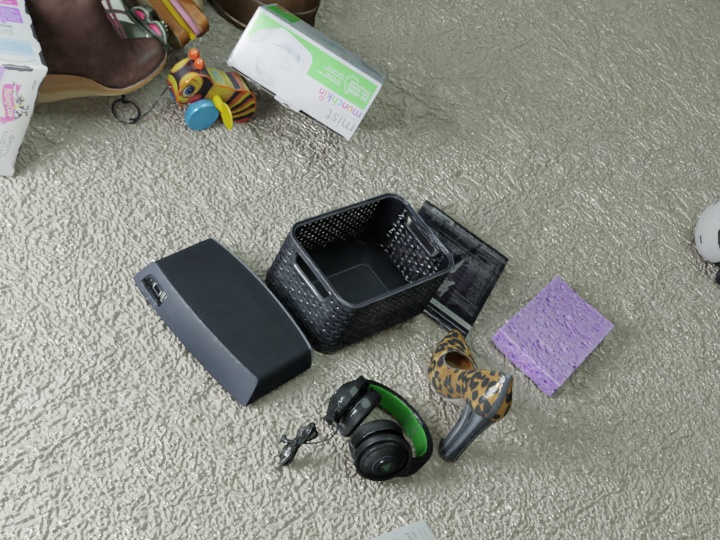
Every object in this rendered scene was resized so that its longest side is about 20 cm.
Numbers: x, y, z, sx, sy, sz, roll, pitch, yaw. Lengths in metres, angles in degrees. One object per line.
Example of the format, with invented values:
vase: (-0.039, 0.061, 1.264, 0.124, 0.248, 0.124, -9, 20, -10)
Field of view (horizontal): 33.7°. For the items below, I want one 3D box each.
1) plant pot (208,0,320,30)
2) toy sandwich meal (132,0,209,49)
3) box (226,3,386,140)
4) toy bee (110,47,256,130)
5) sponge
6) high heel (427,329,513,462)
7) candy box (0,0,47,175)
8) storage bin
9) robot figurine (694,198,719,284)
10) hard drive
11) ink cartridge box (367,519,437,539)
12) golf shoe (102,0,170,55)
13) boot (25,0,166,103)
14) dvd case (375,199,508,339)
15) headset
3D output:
plant pot: (-0.120, -0.490, 1.817, 0.199, 0.199, 0.201, 19, 41, -18)
toy sandwich meal: (-0.293, -0.388, 1.620, 0.205, 0.205, 0.070, 38, 82, 4)
box: (-0.072, -0.280, 1.674, 0.199, 0.097, 0.177, 32, 12, -4)
toy bee: (-0.209, -0.237, 1.563, 0.131, 0.109, 0.200, 45, 39, 9)
sponge: (0.268, 0.086, 1.645, 0.112, 0.030, 0.200, 43, 39, 10)
high heel: (0.142, 0.115, 1.429, 0.071, 0.143, 0.201, 21, 40, -17)
candy box: (-0.429, -0.236, 1.348, 0.071, 0.168, 0.201, -1, 51, -35)
storage bin: (0.000, 0.000, 1.471, 0.199, 0.094, 0.136, -21, 64, -40)
robot figurine: (0.658, -0.044, 1.991, 0.199, 0.125, 0.151, 26, 39, -13)
hard drive: (-0.151, 0.051, 1.359, 0.200, 0.042, 0.135, 47, 39, 14)
ink cartridge box: (0.012, 0.343, 1.145, 0.199, 0.086, 0.148, -9, 56, -43)
golf shoe: (-0.343, -0.338, 1.592, 0.088, 0.078, 0.200, -38, 61, -24)
boot: (-0.317, -0.292, 1.437, 0.199, 0.167, 0.072, -24, 55, -32)
dvd case: (0.115, -0.005, 1.635, 0.148, 0.016, 0.200, 36, 38, 1)
headset: (-0.003, 0.184, 1.328, 0.199, 0.094, 0.124, 8, 39, -52)
